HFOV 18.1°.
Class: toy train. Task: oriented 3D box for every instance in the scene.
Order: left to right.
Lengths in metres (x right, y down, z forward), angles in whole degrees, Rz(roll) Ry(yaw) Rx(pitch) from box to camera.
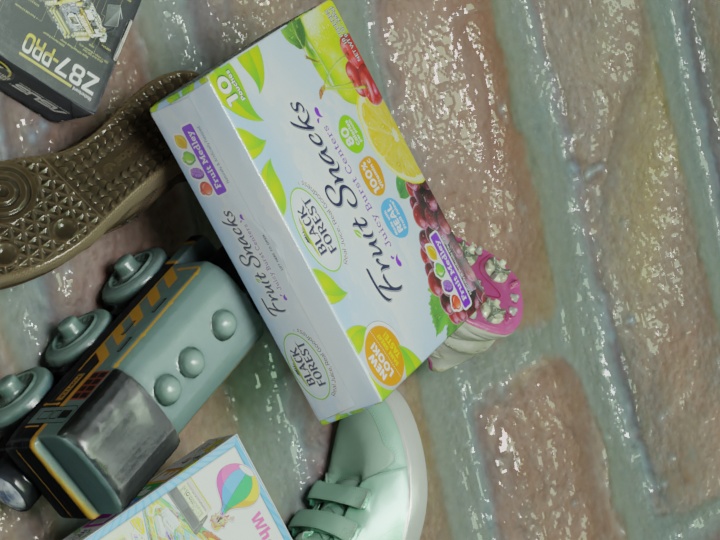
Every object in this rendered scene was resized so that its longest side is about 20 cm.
[{"bbox_3d":[-0.124,0.058,1.263,0.200,0.114,0.086,-49,116,-30],"label":"toy train"}]

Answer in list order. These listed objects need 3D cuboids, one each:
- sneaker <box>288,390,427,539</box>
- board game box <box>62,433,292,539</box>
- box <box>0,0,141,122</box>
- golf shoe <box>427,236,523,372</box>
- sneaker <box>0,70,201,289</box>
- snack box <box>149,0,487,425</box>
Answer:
[{"bbox_3d":[-0.029,0.159,1.360,0.117,0.073,0.202,16,75,-34],"label":"sneaker"},{"bbox_3d":[-0.079,0.212,1.258,0.134,0.034,0.201,-32,99,-34],"label":"board game box"},{"bbox_3d":[-0.206,-0.201,1.260,0.199,0.049,0.162,31,66,-33],"label":"box"},{"bbox_3d":[0.000,0.000,1.397,0.199,0.092,0.076,31,49,-8],"label":"golf shoe"},{"bbox_3d":[-0.158,-0.036,1.271,0.199,0.076,0.071,-31,73,-20],"label":"sneaker"},{"bbox_3d":[-0.020,-0.035,1.272,0.142,0.053,0.201,-40,104,-52],"label":"snack box"}]
